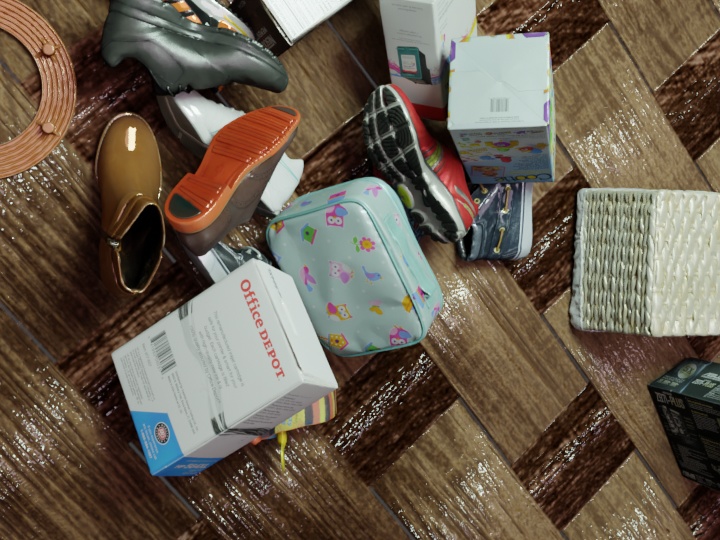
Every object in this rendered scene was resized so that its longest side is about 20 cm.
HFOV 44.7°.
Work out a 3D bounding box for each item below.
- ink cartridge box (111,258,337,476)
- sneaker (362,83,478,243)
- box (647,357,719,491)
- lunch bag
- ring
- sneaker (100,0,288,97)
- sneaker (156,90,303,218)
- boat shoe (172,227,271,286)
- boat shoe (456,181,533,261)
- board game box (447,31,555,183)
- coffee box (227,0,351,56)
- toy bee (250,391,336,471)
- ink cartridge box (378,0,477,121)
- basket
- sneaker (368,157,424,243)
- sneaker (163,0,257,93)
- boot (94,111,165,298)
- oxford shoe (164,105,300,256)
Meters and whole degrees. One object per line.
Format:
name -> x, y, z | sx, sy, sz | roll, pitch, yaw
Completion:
ink cartridge box -> -0.143, 0.104, 0.916 | 0.200, 0.084, 0.146 | -32, 65, 15
sneaker -> 0.072, -0.128, 1.016 | 0.085, 0.077, 0.200 | -43, 111, -38
box -> 0.512, 0.221, 1.194 | 0.086, 0.200, 0.164 | -28, 102, -16
lunch bag -> 0.000, 0.000, 0.999 | 0.200, 0.160, 0.077 | 63, 32, -19
ring -> -0.400, -0.194, 0.912 | 0.200, 0.019, 0.201 | -1, 94, -21
sneaker -> -0.173, -0.217, 0.912 | 0.199, 0.076, 0.091 | 18, 92, -17
sneaker -> -0.147, -0.152, 0.992 | 0.200, 0.070, 0.080 | 46, 72, -25
boat shoe -> -0.134, 0.004, 0.998 | 0.068, 0.072, 0.200 | -42, 109, -12
boat shoe -> 0.166, -0.109, 1.110 | 0.091, 0.071, 0.201 | -5, 96, -23
board game box -> 0.165, -0.176, 0.989 | 0.105, 0.200, 0.103 | 0, 79, 14
coffee box -> -0.043, -0.331, 0.995 | 0.200, 0.113, 0.080 | -41, 106, -14
toy bee -> -0.109, 0.173, 0.997 | 0.200, 0.109, 0.131 | -28, 106, -18
ink cartridge box -> 0.083, -0.256, 0.999 | 0.116, 0.067, 0.200 | -60, 154, -31
basket -> 0.407, -0.009, 1.164 | 0.198, 0.161, 0.201 | 1, 94, -22
sneaker -> 0.065, -0.065, 1.069 | 0.095, 0.079, 0.201 | 0, 93, -23
sneaker -> -0.214, -0.272, 0.952 | 0.200, 0.070, 0.090 | 30, 79, -22
boot -> -0.238, -0.071, 0.908 | 0.076, 0.155, 0.201 | 10, 89, -21
oxford shoe -> -0.131, -0.100, 0.939 | 0.200, 0.071, 0.073 | -50, 150, -27
